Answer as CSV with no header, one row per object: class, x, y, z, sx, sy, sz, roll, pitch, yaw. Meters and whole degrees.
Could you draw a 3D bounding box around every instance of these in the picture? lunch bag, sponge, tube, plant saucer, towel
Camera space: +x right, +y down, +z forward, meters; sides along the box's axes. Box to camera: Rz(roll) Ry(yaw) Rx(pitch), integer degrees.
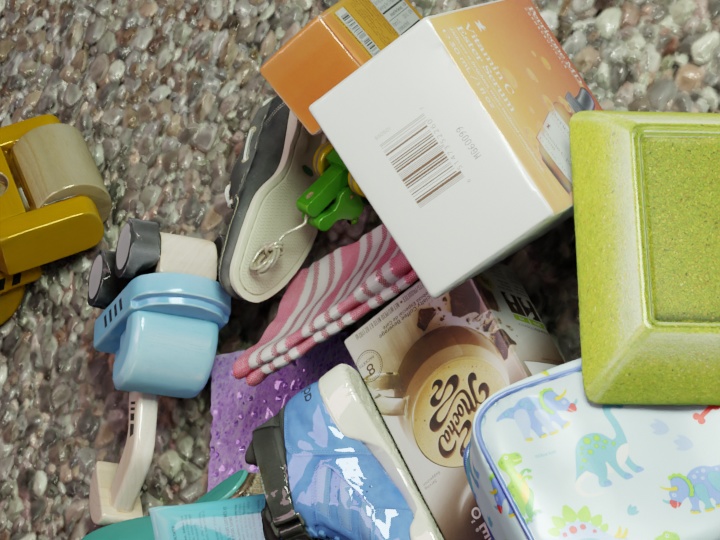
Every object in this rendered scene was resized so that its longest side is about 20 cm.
lunch bag,0.173,0.125,1.336,0.199,0.083,0.161,-19,61,-16
sponge,-0.035,0.107,1.622,0.199,0.030,0.112,-12,67,37
tube,-0.056,0.189,1.549,0.199,0.050,0.078,-14,71,12
plant saucer,0.236,-0.018,1.338,0.199,0.048,0.201,1,67,-5
towel,0.000,0.000,1.565,0.200,0.030,0.146,-34,13,31

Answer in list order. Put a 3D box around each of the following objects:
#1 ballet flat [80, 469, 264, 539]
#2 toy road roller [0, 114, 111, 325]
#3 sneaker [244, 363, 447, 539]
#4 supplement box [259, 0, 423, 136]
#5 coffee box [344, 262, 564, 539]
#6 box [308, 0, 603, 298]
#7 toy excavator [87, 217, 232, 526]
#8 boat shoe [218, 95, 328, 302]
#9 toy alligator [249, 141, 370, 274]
ballet flat,-0.135,0.215,1.644,0.200,0.075,0.068,-25,19,33
toy road roller,-0.315,-0.030,1.870,0.199,0.146,0.123,-21,54,-9
sneaker,-0.004,0.176,1.473,0.111,0.077,0.200,-35,77,13
supplement box,-0.007,-0.162,1.586,0.066,0.200,0.069,-40,92,21
coffee box,0.089,0.102,1.468,0.113,0.080,0.200,-39,61,21
box,0.081,-0.089,1.447,0.106,0.200,0.153,-35,87,26
toy excavator,-0.167,0.084,1.683,0.194,0.099,0.201,138,138,-56
boat shoe,-0.071,-0.058,1.667,0.067,0.072,0.201,-8,51,36
toy alligator,-0.006,-0.064,1.624,0.200,0.054,0.059,-52,38,-9
